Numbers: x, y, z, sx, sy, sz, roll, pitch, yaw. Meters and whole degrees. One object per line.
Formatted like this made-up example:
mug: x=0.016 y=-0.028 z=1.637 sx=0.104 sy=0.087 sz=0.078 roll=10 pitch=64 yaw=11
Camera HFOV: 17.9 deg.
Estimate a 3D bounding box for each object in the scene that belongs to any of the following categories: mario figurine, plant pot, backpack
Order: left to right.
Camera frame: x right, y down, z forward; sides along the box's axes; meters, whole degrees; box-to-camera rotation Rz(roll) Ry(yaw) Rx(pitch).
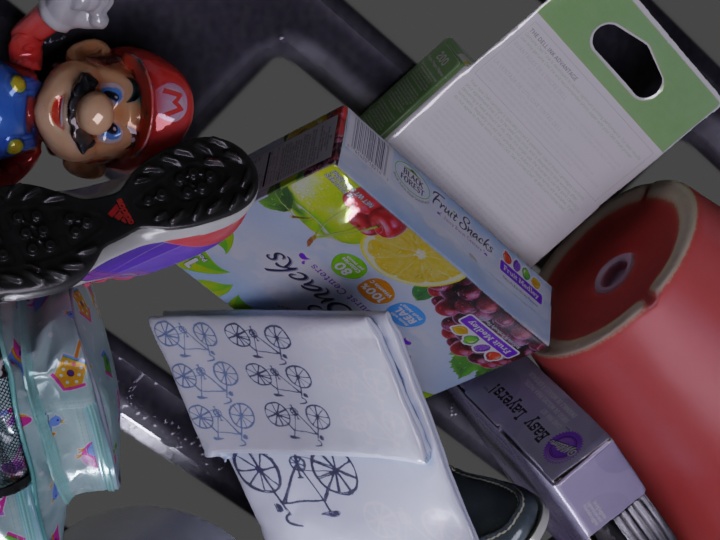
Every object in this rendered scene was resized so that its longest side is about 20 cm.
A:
backpack: x=-0.214 y=0.077 z=1.305 sx=0.153 sy=0.176 sz=0.201 roll=-5 pitch=125 yaw=-11
mario figurine: x=-0.189 y=-0.091 z=1.252 sx=0.199 sy=0.106 sz=0.124 roll=-1 pitch=136 yaw=-13
plant pot: x=0.210 y=0.052 z=1.435 sx=0.200 sy=0.201 sz=0.177 roll=-43 pitch=114 yaw=9

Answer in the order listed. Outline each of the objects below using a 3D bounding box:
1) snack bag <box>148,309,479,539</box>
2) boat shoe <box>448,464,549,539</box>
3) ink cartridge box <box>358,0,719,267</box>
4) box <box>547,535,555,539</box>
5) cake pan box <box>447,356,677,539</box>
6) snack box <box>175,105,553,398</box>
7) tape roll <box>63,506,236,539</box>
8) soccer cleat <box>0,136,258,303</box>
snack bag: x=-0.025 y=0.109 z=1.386 sx=0.021 sy=0.188 sz=0.200 roll=-44 pitch=122 yaw=-41
boat shoe: x=0.027 y=0.151 z=1.434 sx=0.062 sy=0.200 sz=0.073 roll=49 pitch=55 yaw=-34
ink cartridge box: x=0.101 y=-0.088 z=1.389 sx=0.200 sy=0.048 sz=0.146 roll=-42 pitch=124 yaw=8
box: x=0.144 y=0.255 z=1.541 sx=0.200 sy=0.160 sz=0.044 roll=-37 pitch=126 yaw=6
cake pan box: x=0.133 y=0.134 z=1.440 sx=0.052 sy=0.200 sz=0.184 roll=-39 pitch=123 yaw=-4
snack box: x=0.000 y=0.000 z=1.370 sx=0.142 sy=0.053 sz=0.200 roll=-24 pitch=131 yaw=35
tape roll: x=-0.149 y=0.258 z=1.400 sx=0.202 sy=0.139 sz=0.203 roll=3 pitch=101 yaw=17
soccer cleat: x=-0.150 y=-0.015 z=1.245 sx=0.199 sy=0.068 sz=0.073 roll=-19 pitch=157 yaw=-25
